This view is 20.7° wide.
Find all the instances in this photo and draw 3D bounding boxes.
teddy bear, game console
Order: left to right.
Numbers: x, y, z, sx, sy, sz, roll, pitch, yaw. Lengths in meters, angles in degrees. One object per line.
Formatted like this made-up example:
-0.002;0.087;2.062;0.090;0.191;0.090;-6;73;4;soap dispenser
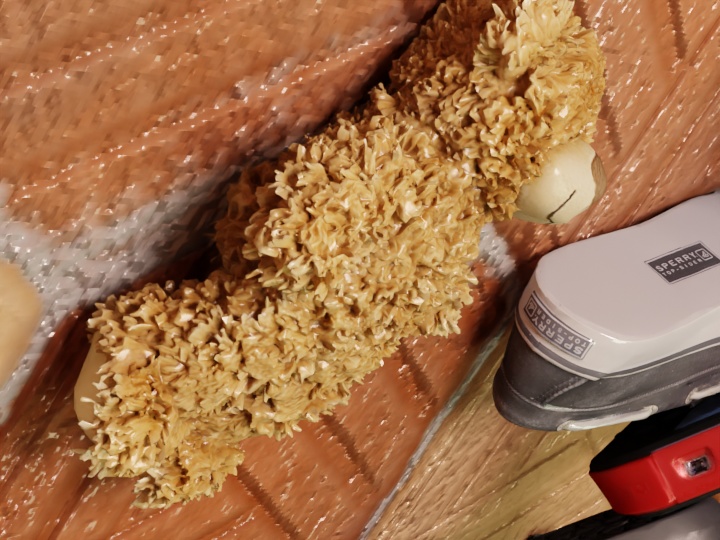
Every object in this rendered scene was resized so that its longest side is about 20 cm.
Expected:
0.000;0.000;0.581;0.200;0.067;0.145;-36;153;-18;teddy bear
0.197;0.038;0.808;0.200;0.031;0.177;-24;-177;20;game console

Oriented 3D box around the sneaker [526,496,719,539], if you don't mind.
0.069;0.154;0.786;0.200;0.083;0.072;-18;-176;4;sneaker

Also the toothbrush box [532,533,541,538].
0.089;0.247;0.939;0.200;0.146;0.085;-53;151;12;toothbrush box

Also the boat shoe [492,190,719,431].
0.130;0.021;0.780;0.200;0.072;0.068;-16;141;-43;boat shoe
